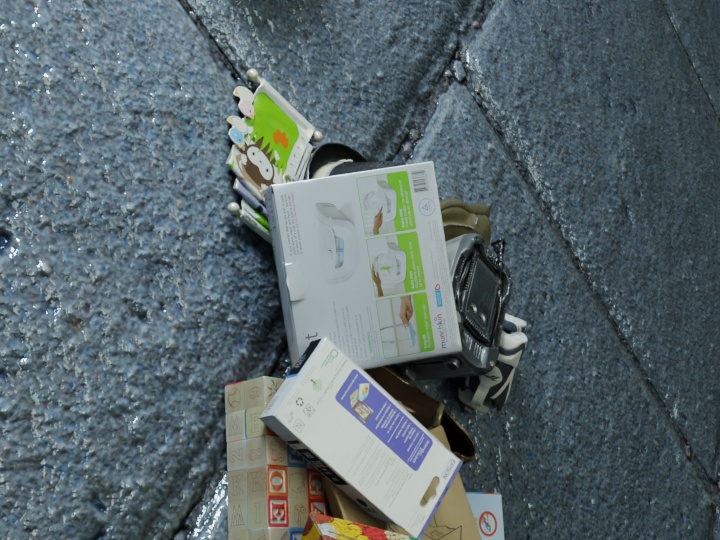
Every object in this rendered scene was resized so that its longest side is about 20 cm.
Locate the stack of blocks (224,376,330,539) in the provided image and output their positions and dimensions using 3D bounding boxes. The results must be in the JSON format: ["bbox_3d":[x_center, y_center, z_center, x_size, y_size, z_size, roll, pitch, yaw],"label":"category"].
[{"bbox_3d":[-0.072,0.215,1.007,0.115,0.058,0.202,18,63,-48],"label":"stack of blocks"}]

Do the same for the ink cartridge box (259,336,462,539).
[{"bbox_3d":[0.004,0.167,0.993,0.200,0.039,0.100,44,61,-14],"label":"ink cartridge box"}]

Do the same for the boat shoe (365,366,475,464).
[{"bbox_3d":[0.067,0.165,1.191,0.202,0.074,0.075,45,45,-32],"label":"boat shoe"}]

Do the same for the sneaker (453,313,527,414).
[{"bbox_3d":[0.166,0.122,1.346,0.079,0.131,0.199,24,10,-5],"label":"sneaker"}]

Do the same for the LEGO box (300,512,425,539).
[{"bbox_3d":[-0.003,0.341,0.916,0.148,0.077,0.202,18,93,-18],"label":"LEGO box"}]

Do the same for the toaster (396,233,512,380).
[{"bbox_3d":[0.102,0.043,1.240,0.114,0.128,0.201,45,46,-33],"label":"toaster"}]

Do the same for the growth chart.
[{"bbox_3d":[-0.098,-0.118,1.140,0.144,0.018,0.202,33,51,-40],"label":"growth chart"}]

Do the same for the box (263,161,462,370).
[{"bbox_3d":[0.000,0.000,1.064,0.174,0.097,0.203,-10,91,-10],"label":"box"}]

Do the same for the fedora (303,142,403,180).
[{"bbox_3d":[0.019,-0.071,1.189,0.200,0.091,0.203,29,55,-52],"label":"fedora"}]

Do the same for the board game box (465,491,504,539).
[{"bbox_3d":[0.068,0.338,1.077,0.194,0.056,0.202,11,68,-34],"label":"board game box"}]

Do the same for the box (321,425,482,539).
[{"bbox_3d":[0.057,0.279,1.038,0.162,0.021,0.202,-17,85,-38],"label":"box"}]

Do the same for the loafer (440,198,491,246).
[{"bbox_3d":[0.124,-0.052,1.349,0.199,0.076,0.068,-7,76,-53],"label":"loafer"}]
